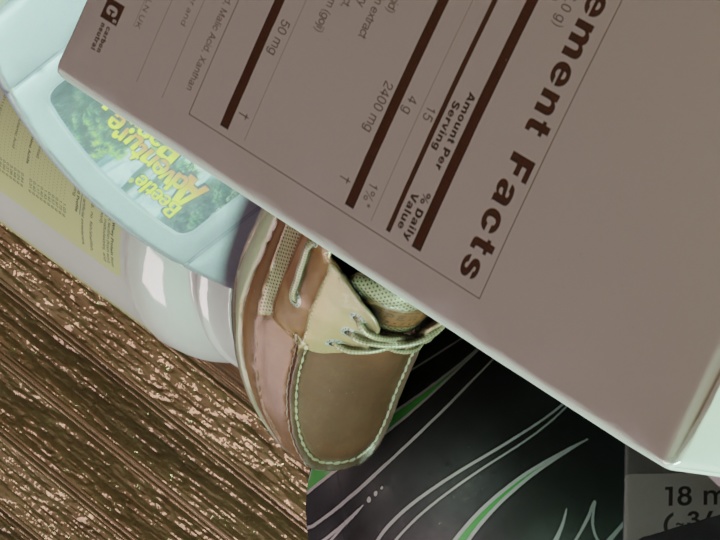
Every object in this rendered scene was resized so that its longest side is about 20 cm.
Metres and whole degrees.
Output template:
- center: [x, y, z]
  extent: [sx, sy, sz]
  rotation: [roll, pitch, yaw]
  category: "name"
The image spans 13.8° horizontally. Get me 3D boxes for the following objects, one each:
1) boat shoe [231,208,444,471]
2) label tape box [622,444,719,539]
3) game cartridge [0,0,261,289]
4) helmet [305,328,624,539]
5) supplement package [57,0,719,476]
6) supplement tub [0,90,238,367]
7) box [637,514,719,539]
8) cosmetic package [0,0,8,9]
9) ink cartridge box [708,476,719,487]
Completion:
- center: [0.000, 0.000, 1.111]
  extent: [0.072, 0.076, 0.200]
  rotation: [52, 146, 45]
  category: "boat shoe"
- center: [0.129, 0.093, 1.019]
  extent: [0.063, 0.201, 0.144]
  rotation: [-4, 151, 13]
  category: "label tape box"
- center: [-0.056, -0.077, 1.099]
  extent: [0.200, 0.133, 0.041]
  rotation: [46, -167, -44]
  category: "game cartridge"
- center: [0.072, 0.092, 1.237]
  extent: [0.200, 0.191, 0.200]
  rotation: [39, 171, 7]
  category: "helmet"
- center: [0.053, -0.047, 0.683]
  extent: [0.200, 0.120, 0.121]
  rotation: [33, -168, 35]
  category: "supplement package"
- center: [-0.073, -0.048, 1.300]
  extent: [0.200, 0.145, 0.145]
  rotation: [33, 170, 38]
  category: "supplement tub"
- center: [0.133, 0.135, 0.799]
  extent: [0.122, 0.106, 0.200]
  rotation: [37, 160, -7]
  category: "box"
- center: [-0.172, -0.185, 0.893]
  extent: [0.200, 0.167, 0.166]
  rotation: [37, 173, 9]
  category: "cosmetic package"
- center: [0.209, 0.078, 0.829]
  extent: [0.200, 0.083, 0.145]
  rotation: [43, 158, -23]
  category: "ink cartridge box"
